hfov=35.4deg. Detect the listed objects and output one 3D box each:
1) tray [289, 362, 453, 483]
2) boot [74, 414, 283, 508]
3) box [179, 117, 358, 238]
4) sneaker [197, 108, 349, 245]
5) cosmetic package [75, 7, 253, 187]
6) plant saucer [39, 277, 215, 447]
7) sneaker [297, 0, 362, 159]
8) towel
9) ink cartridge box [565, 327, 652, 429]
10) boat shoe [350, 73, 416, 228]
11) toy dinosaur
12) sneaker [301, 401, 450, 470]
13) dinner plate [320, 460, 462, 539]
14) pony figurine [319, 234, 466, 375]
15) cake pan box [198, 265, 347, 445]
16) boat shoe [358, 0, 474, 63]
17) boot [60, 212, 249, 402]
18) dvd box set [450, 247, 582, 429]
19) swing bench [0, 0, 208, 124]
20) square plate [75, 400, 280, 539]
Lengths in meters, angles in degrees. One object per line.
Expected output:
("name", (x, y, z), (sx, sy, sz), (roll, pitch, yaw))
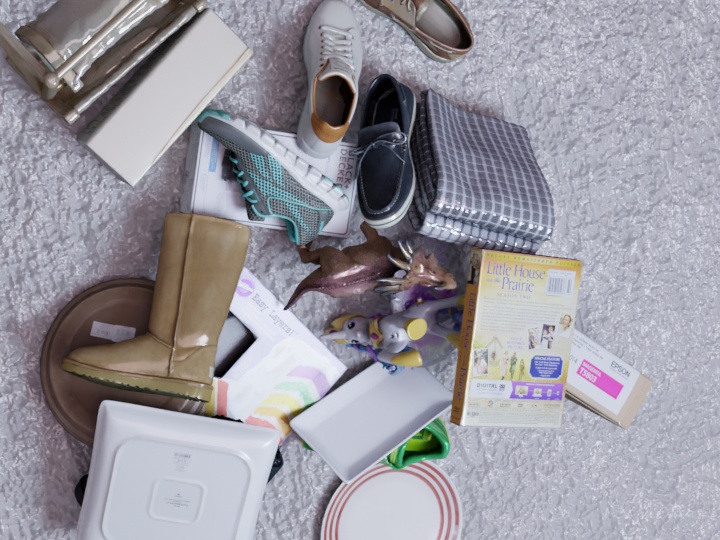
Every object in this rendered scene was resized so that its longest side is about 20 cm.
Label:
("tray", (0.017, 0.178, 1.382), (0.199, 0.107, 0.022), (-31, 151, -34))
("boot", (-0.206, 0.231, 1.300), (0.199, 0.077, 0.169), (26, 110, -14))
("box", (-0.104, -0.109, 1.329), (0.198, 0.060, 0.118), (8, 96, -22))
("sneaker", (-0.108, -0.101, 1.259), (0.199, 0.078, 0.092), (36, 89, -20))
("cosmetic package", (-0.219, -0.193, 1.250), (0.073, 0.103, 0.200), (42, 84, -21))
("plant saucer", (-0.264, 0.104, 1.272), (0.198, 0.029, 0.202), (0, 78, -2))
("sneaker", (-0.025, -0.233, 1.298), (0.072, 0.085, 0.202), (10, 70, -18))
("towel", (0.136, -0.117, 1.347), (0.164, 0.201, 0.086), (11, 136, -21))
("ink cartridge box", (0.247, 0.108, 1.439), (0.199, 0.165, 0.075), (33, 86, -22))
("boat shoe", (0.026, -0.140, 1.299), (0.062, 0.074, 0.202), (49, 41, -51))
("toy dinosaur", (0.000, 0.000, 1.288), (0.198, 0.136, 0.086), (-23, 124, -4))
("sneaker", (0.024, 0.204, 1.411), (0.198, 0.084, 0.075), (4, 105, -20))
("dinner plate", (0.040, 0.335, 1.472), (0.198, 0.024, 0.202), (-3, 98, -20))
("pony figurine", (0.069, 0.056, 1.367), (0.192, 0.199, 0.168), (-22, 103, -31))
("cake pan box", (-0.144, 0.116, 1.355), (0.184, 0.052, 0.200), (-47, 110, -10))
("boat shoe", (0.062, -0.326, 1.351), (0.199, 0.072, 0.076), (33, 86, -22))
("boot", (-0.224, 0.034, 1.246), (0.173, 0.066, 0.202), (11, 76, -8))
("dvd box set", (0.179, 0.080, 1.296), (0.145, 0.029, 0.202), (4, 94, -29))
("swing bench", (-0.269, -0.266, 1.159), (0.199, 0.200, 0.130), (-44, 86, -9))
("square plate", (-0.205, 0.247, 1.249), (0.198, 0.029, 0.200), (11, 115, -11))
